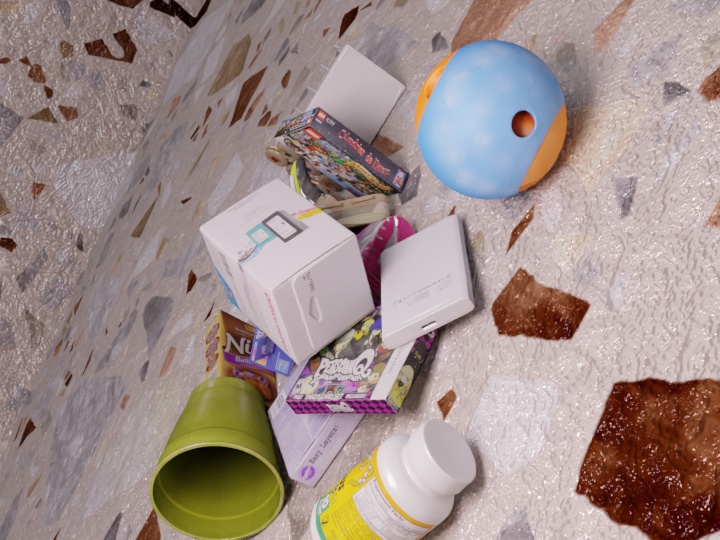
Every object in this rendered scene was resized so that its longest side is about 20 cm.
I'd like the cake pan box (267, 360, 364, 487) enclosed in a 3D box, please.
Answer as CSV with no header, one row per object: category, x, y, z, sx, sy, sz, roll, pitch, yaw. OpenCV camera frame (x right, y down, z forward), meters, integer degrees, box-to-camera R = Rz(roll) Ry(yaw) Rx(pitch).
cake pan box,-0.060,0.197,1.438,0.202,0.052,0.184,-56,24,9

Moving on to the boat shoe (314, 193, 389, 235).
boat shoe,-0.050,-0.087,1.565,0.072,0.196,0.066,72,-169,-70

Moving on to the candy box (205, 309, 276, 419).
candy box,-0.208,0.168,1.657,0.057,0.116,0.201,-49,29,22

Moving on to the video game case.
video game case,0.009,0.118,1.321,0.198,0.036,0.182,-8,40,45

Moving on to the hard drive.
hard drive,0.088,0.012,1.317,0.130,0.026,0.201,-27,30,18

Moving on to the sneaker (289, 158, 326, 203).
sneaker,-0.060,-0.101,1.633,0.080,0.203,0.074,-24,-5,3

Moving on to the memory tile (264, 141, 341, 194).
memory tile,-0.082,-0.195,1.757,0.199,0.152,0.017,-14,44,58

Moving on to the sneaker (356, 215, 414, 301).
sneaker,0.000,0.000,1.492,0.200,0.081,0.088,-46,17,-9

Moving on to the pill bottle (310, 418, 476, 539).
pill bottle,0.039,0.264,1.120,0.200,0.112,0.114,-46,29,28

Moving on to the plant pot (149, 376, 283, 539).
plant pot,-0.215,0.274,1.484,0.201,0.199,0.194,-47,25,24

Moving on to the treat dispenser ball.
treat dispenser ball,0.169,-0.194,1.248,0.201,0.199,0.203,-41,31,33

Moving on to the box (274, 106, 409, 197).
box,-0.033,-0.192,1.608,0.136,0.199,0.038,-3,57,60

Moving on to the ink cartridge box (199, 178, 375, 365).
ink cartridge box,-0.103,-0.002,1.357,0.145,0.148,0.199,-34,45,-20

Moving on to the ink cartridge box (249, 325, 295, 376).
ink cartridge box,-0.113,0.068,1.521,0.201,0.075,0.138,-68,-5,-51

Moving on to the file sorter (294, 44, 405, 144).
file sorter,-0.039,-0.307,1.811,0.202,0.138,0.125,-57,23,6

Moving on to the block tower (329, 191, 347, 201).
block tower,-0.075,-0.035,1.693,0.057,0.054,0.203,-2,61,59
